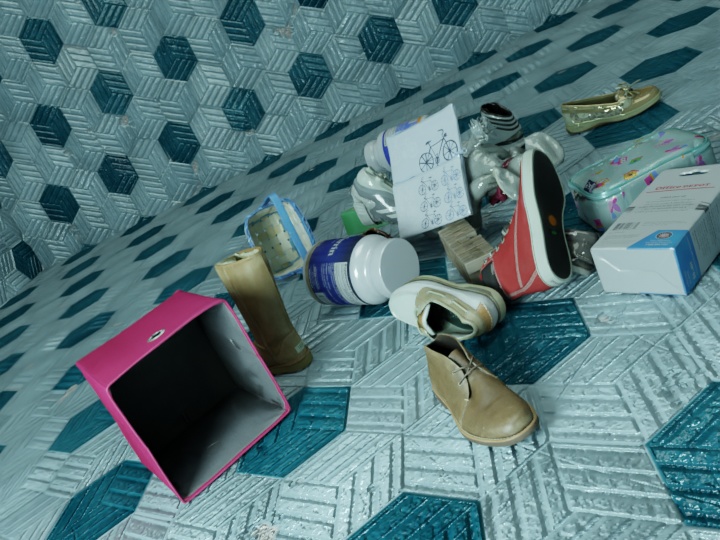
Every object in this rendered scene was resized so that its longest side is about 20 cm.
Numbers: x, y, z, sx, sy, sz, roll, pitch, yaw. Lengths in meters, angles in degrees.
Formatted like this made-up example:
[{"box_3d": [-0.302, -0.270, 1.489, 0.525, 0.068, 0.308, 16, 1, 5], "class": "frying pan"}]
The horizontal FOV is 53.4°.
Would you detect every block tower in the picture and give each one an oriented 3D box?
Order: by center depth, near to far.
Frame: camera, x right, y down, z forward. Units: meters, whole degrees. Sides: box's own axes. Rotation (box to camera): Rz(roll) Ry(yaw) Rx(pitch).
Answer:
[{"box_3d": [0.175, -0.027, 1.146, 0.053, 0.059, 0.200, -26, 18, 3], "class": "block tower"}]

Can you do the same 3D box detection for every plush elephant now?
[{"box_3d": [0.258, -0.153, 1.206, 0.163, 0.203, 0.154, -35, 44, -19], "class": "plush elephant"}]

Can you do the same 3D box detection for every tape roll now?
[{"box_3d": [0.056, -0.131, 1.508, 0.196, 0.049, 0.201, -20, 8, 3], "class": "tape roll"}]

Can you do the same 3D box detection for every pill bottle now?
[{"box_3d": [0.000, 0.000, 1.221, 0.197, 0.118, 0.115, -3, 30, 48], "class": "pill bottle"}, {"box_3d": [0.111, -0.325, 1.881, 0.196, 0.114, 0.112, -15, 23, 33], "class": "pill bottle"}]

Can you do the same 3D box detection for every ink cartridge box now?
[{"box_3d": [0.395, -0.054, 0.902, 0.199, 0.068, 0.115, -40, 23, -29], "class": "ink cartridge box"}]

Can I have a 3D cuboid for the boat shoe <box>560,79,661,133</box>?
[{"box_3d": [0.510, -0.340, 1.462, 0.196, 0.064, 0.074, -17, 21, 27], "class": "boat shoe"}]

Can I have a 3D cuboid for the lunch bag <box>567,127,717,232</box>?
[{"box_3d": [0.413, -0.138, 1.071, 0.196, 0.078, 0.161, -26, 20, 6], "class": "lunch bag"}]

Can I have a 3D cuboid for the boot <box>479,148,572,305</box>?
[{"box_3d": [0.214, -0.058, 0.997, 0.143, 0.071, 0.205, -29, 53, 51], "class": "boot"}]

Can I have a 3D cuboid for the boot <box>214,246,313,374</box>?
[{"box_3d": [-0.179, 0.072, 1.149, 0.172, 0.203, 0.066, -15, 21, 29], "class": "boot"}]

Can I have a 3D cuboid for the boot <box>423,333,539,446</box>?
[{"box_3d": [0.123, 0.130, 0.799, 0.073, 0.077, 0.199, -29, 21, -13], "class": "boot"}]

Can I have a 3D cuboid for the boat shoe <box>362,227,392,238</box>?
[{"box_3d": [0.032, -0.048, 1.366, 0.069, 0.071, 0.200, -30, 18, 0], "class": "boat shoe"}]

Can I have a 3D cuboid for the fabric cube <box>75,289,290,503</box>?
[{"box_3d": [-0.256, 0.165, 1.023, 0.195, 0.203, 0.198, -37, 22, -25], "class": "fabric cube"}]

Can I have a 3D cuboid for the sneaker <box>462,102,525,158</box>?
[{"box_3d": [0.290, -0.328, 1.645, 0.075, 0.117, 0.198, -37, 21, -29], "class": "sneaker"}]

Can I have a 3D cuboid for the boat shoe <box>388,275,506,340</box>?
[{"box_3d": [0.105, 0.055, 1.005, 0.068, 0.076, 0.197, -34, 20, -37], "class": "boat shoe"}]

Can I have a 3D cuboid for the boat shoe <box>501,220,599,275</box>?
[{"box_3d": [0.274, -0.048, 1.028, 0.058, 0.065, 0.200, -69, 25, 11], "class": "boat shoe"}]

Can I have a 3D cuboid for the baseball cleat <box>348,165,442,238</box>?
[{"box_3d": [0.065, -0.111, 1.379, 0.107, 0.199, 0.070, -54, -10, 29], "class": "baseball cleat"}]

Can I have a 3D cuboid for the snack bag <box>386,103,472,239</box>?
[{"box_3d": [0.116, -0.172, 1.260, 0.021, 0.206, 0.187, -1, -10, -38], "class": "snack bag"}]

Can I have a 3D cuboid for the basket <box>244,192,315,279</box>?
[{"box_3d": [-0.169, -0.072, 1.533, 0.137, 0.180, 0.199, -28, 8, -16], "class": "basket"}]
